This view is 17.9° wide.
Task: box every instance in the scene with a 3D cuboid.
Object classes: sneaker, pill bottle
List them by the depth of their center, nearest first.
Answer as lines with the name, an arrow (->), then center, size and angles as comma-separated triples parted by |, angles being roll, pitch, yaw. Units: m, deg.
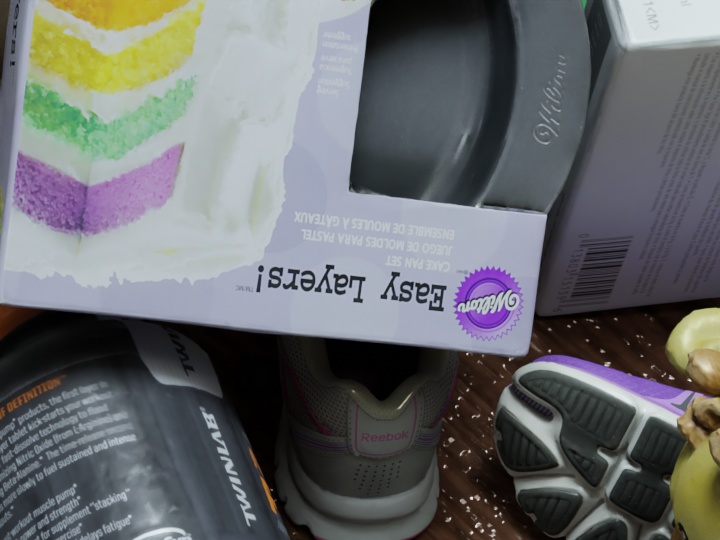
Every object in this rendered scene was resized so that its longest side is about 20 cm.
pill bottle -> -0.081, 0.091, 0.786 | 0.106, 0.106, 0.200 | -11, 54, -21
sneaker -> 0.000, 0.000, 0.880 | 0.081, 0.088, 0.200 | -4, 59, -16
sneaker -> 0.146, 0.080, 0.882 | 0.200, 0.081, 0.083 | 21, 35, -6

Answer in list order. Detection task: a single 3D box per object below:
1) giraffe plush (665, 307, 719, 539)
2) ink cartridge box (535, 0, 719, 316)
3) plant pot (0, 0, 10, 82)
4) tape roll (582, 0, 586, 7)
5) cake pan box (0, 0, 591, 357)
giraffe plush -> 0.170, 0.092, 0.734 | 0.162, 0.200, 0.173 | 14, 5, -15
ink cartridge box -> 0.162, -0.053, 0.887 | 0.173, 0.200, 0.044 | -6, 62, -10
plant pot -> -0.084, -0.140, 0.879 | 0.200, 0.200, 0.175 | -2, 55, -15
tape roll -> 0.152, -0.153, 1.043 | 0.200, 0.048, 0.201 | 15, 35, -11
cake pan box -> -0.021, -0.069, 0.778 | 0.200, 0.185, 0.052 | 8, 4, -18
